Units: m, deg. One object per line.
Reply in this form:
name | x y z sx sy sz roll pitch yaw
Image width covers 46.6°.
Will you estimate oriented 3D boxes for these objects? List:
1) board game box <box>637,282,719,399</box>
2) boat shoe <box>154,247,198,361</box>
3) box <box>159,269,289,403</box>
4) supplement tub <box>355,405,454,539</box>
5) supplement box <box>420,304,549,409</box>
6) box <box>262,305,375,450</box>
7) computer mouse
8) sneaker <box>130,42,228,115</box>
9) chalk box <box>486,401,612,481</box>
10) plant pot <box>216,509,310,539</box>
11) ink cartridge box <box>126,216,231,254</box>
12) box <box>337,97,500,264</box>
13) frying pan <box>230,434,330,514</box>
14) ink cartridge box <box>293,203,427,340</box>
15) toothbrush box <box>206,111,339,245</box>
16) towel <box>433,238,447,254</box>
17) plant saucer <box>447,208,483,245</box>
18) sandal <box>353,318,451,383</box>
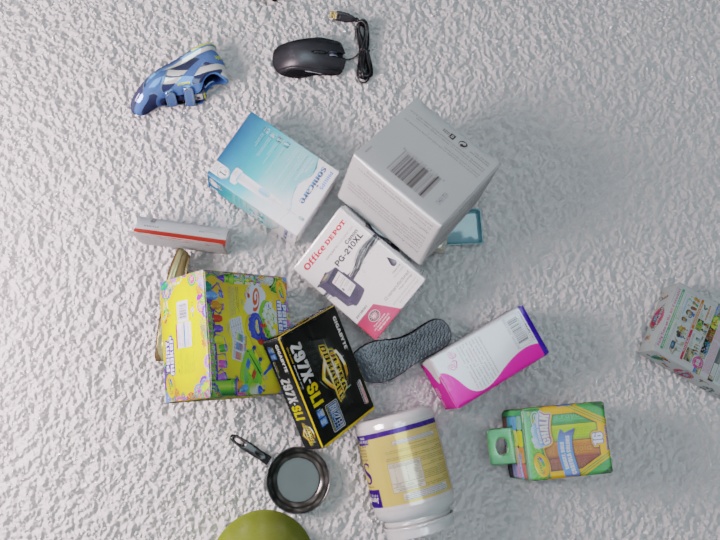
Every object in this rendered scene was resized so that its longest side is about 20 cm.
board game box | 0.653 0.137 1.599 0.198 0.064 0.149 29 77 -3
boat shoe | -0.321 0.063 1.485 0.062 0.073 0.203 9 89 -12
box | -0.222 0.114 1.411 0.191 0.121 0.203 7 74 -49
supplement tub | 0.080 0.347 1.444 0.143 0.145 0.203 -12 81 -9
supplement box | 0.222 0.159 1.518 0.198 0.103 0.102 -28 84 -12
box | -0.068 0.182 1.441 0.159 0.049 0.202 -27 97 -49
computer mouse | -0.070 -0.441 1.616 0.197 0.046 0.143 3 81 -7
sneaker | -0.333 -0.340 1.551 0.199 0.074 0.083 -36 88 -11
chalk box | 0.327 0.306 1.494 0.197 0.124 0.127 -5 80 -8
plant pot | -0.157 0.497 1.358 0.184 0.200 0.190 1 80 -7
ink cartridge box | -0.306 -0.066 1.439 0.160 0.200 0.058 7 81 -6
box | 0.102 -0.159 1.479 0.198 0.131 0.200 40 58 8
frying pan | -0.146 0.361 1.470 0.187 0.031 0.117 10 79 -2
ink cartridge box | 0.000 0.000 1.504 0.199 0.084 0.145 40 101 1
toothbrush box | -0.160 -0.167 1.535 0.199 0.085 0.147 33 77 0
towel | 0.106 -0.133 1.577 0.130 0.035 0.203 9 69 -2
plant saucer | 0.135 -0.080 1.593 0.197 0.019 0.071 -3 80 -7
sandal | 0.073 0.150 1.532 0.198 0.043 0.077 -19 91 -9
